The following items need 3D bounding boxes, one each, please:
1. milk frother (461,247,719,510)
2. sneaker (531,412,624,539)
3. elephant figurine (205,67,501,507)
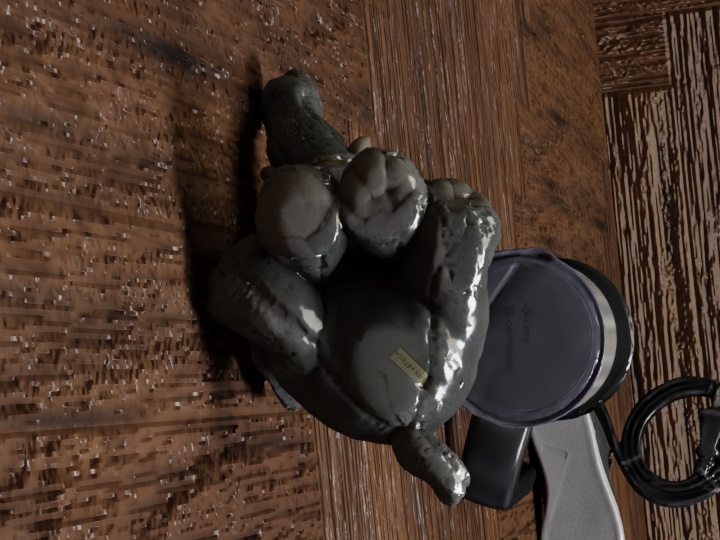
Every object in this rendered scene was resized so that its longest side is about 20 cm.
[{"bbox_3d":[0.163,0.076,1.805,0.188,0.199,0.182,4,84,-78],"label":"milk frother"},{"bbox_3d":[0.184,0.185,2.163,0.099,0.070,0.201,-4,83,-74],"label":"sneaker"},{"bbox_3d":[0.000,0.000,1.245,0.200,0.141,0.156,-134,-114,-83],"label":"elephant figurine"}]
